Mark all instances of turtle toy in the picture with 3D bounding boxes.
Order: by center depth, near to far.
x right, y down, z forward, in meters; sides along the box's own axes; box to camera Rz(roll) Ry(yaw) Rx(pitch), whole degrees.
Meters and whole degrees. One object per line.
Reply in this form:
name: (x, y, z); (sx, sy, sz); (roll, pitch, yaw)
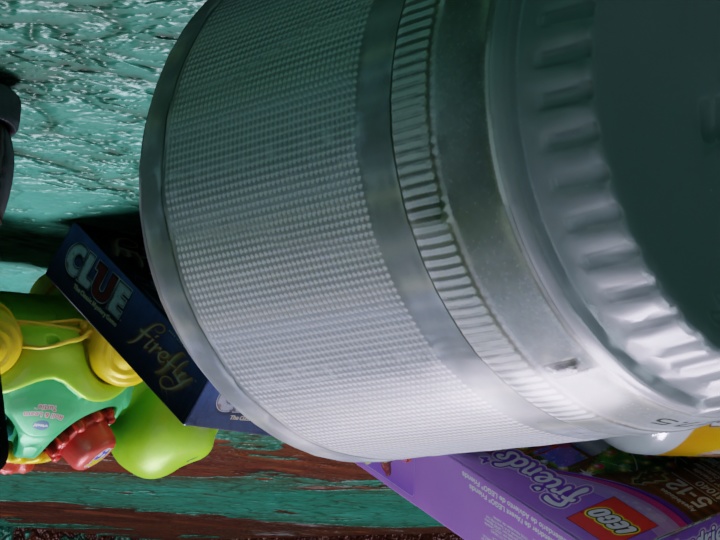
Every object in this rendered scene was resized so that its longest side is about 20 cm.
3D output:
turtle toy: (-0.166, 0.060, 1.224); (0.199, 0.102, 0.146); (7, -171, -25)

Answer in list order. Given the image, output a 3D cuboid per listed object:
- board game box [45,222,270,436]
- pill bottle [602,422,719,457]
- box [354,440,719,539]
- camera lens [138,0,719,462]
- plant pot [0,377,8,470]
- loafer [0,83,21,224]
board game box: (-0.051, 0.039, 1.180); (0.200, 0.035, 0.135); (12, -156, -49)
pill bottle: (0.156, 0.020, 0.896); (0.199, 0.110, 0.109); (4, 169, -23)
box: (0.090, 0.075, 0.973); (0.136, 0.039, 0.200); (-17, -149, -33)
camera lens: (0.044, -0.030, 0.648); (0.159, 0.161, 0.200); (9, 167, -39)
plant pot: (-0.270, 0.035, 1.003); (0.177, 0.201, 0.200); (-5, 176, -41)
loafer: (-0.228, -0.048, 0.848); (0.199, 0.063, 0.072); (4, 169, -15)
